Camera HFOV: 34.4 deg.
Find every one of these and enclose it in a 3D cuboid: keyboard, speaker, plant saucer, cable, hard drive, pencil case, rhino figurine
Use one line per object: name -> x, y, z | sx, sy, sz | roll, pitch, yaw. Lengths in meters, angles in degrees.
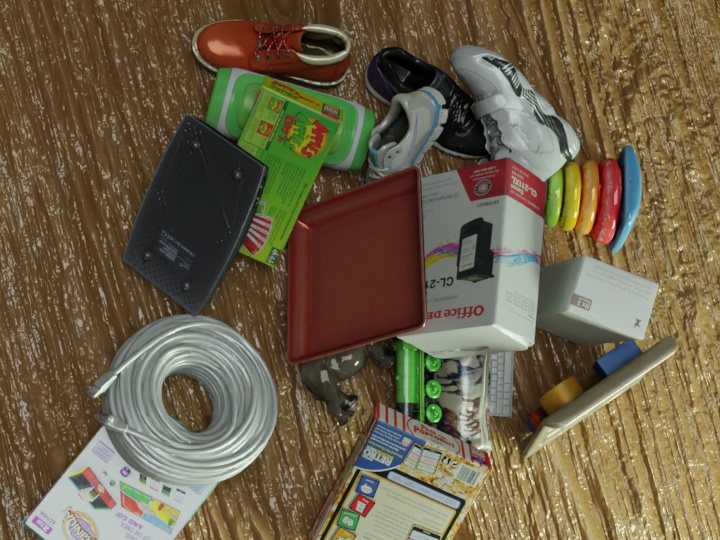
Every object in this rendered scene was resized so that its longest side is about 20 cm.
keyboard -> 0.169, 0.082, 1.472 | 0.056, 0.011, 0.203 | 4, 84, -10
speaker -> -0.086, -0.183, 1.415 | 0.198, 0.088, 0.090 | 15, 81, -9
plant saucer -> 0.000, 0.000, 1.362 | 0.037, 0.198, 0.202 | 27, 54, -48
cable -> -0.197, 0.151, 1.334 | 0.200, 0.069, 0.201 | 40, 53, -6
hard drive -> -0.188, -0.064, 1.346 | 0.134, 0.042, 0.201 | 34, 111, 19
pencil case -> 0.127, 0.129, 1.419 | 0.077, 0.089, 0.203 | 9, 81, -39
rhino figurine -> 0.004, 0.085, 1.416 | 0.087, 0.060, 0.201 | 41, 74, -8

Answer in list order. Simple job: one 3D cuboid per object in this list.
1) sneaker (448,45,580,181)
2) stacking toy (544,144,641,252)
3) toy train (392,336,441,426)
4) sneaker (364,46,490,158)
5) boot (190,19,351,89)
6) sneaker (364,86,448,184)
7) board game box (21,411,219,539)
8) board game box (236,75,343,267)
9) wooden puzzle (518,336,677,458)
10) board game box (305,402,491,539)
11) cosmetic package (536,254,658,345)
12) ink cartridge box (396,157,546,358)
sneaker -> 0.166, -0.174, 1.405 | 0.200, 0.075, 0.115 | 42, 72, -10
stacking toy -> 0.246, -0.094, 1.469 | 0.197, 0.110, 0.117 | 4, 68, 1
toy train -> 0.066, 0.092, 1.397 | 0.056, 0.042, 0.203 | 7, 77, -30
sneaker -> 0.098, -0.208, 1.450 | 0.199, 0.088, 0.076 | 30, 79, -7
boot -> -0.106, -0.275, 1.411 | 0.197, 0.107, 0.076 | 5, 85, -9
sneaker -> 0.031, -0.128, 1.398 | 0.075, 0.086, 0.202 | 31, 113, 32
board game box -> -0.270, 0.259, 1.354 | 0.153, 0.040, 0.201 | 40, 78, -4
board game box -> -0.106, -0.115, 1.371 | 0.101, 0.048, 0.201 | 23, 113, -9
wooden puzzle -> 0.273, 0.145, 1.392 | 0.184, 0.200, 0.047 | -31, 76, -12
board game box -> 0.042, 0.276, 1.368 | 0.150, 0.046, 0.201 | 25, 106, -7
cosmetic package -> 0.269, 0.039, 1.399 | 0.101, 0.200, 0.075 | 21, 80, -8
ink cartridge box -> 0.129, -0.011, 1.340 | 0.082, 0.145, 0.202 | 27, 62, -43
